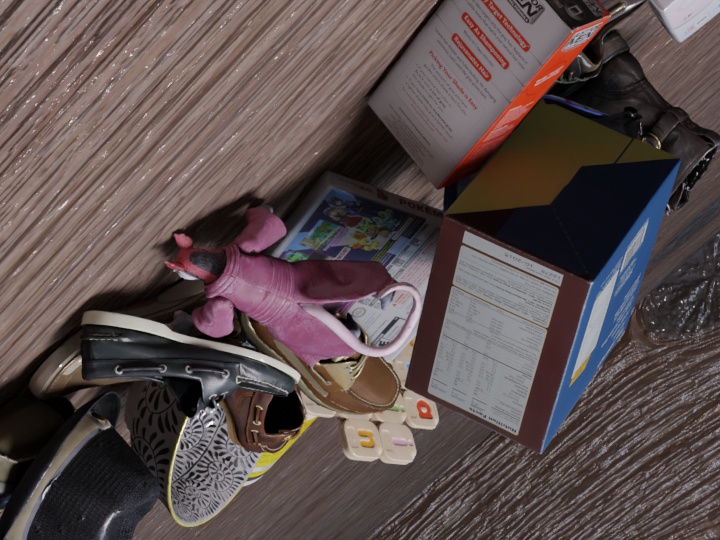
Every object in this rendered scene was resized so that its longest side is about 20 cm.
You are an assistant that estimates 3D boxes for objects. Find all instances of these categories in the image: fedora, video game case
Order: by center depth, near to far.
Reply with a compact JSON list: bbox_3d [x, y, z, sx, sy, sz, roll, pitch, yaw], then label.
[{"bbox_3d":[-0.231,0.199,1.633,0.201,0.091,0.201,-56,173,-10],"label":"fedora"},{"bbox_3d":[0.000,0.000,1.763,0.182,0.023,0.200,18,136,-24],"label":"video game case"}]

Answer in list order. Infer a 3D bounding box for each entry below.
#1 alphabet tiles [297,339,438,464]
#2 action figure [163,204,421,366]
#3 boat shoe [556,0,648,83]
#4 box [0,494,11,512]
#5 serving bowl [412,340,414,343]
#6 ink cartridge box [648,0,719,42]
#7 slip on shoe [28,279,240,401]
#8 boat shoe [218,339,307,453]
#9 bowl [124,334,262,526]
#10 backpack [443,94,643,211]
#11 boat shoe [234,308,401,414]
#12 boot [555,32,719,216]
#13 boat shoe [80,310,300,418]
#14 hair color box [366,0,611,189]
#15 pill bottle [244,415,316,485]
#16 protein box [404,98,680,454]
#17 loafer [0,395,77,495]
[{"bbox_3d":[-0.002,0.097,1.906,0.195,0.201,0.015,10,148,-45],"label":"alphabet tiles"},{"bbox_3d":[-0.075,0.024,1.581,0.200,0.149,0.134,19,98,-33],"label":"action figure"},{"bbox_3d":[0.177,-0.199,1.675,0.074,0.073,0.200,-22,159,-49],"label":"boat shoe"},{"bbox_3d":[-0.384,0.213,1.657,0.161,0.049,0.200,-39,167,15],"label":"box"},{"bbox_3d":[0.019,0.056,2.086,0.200,0.066,0.200,-32,-174,4],"label":"serving bowl"},{"bbox_3d":[0.366,-0.313,1.846,0.200,0.057,0.163,-35,167,10],"label":"ink cartridge box"},{"bbox_3d":[-0.191,0.069,1.643,0.200,0.061,0.076,-27,163,-37],"label":"slip on shoe"},{"bbox_3d":[-0.085,0.129,1.748,0.071,0.070,0.200,-62,162,-14],"label":"boat shoe"},{"bbox_3d":[-0.160,0.131,1.801,0.201,0.094,0.201,-50,153,-36],"label":"bowl"},{"bbox_3d":[0.166,-0.082,1.821,0.154,0.201,0.190,-4,162,37],"label":"backpack"},{"bbox_3d":[-0.029,0.075,1.759,0.074,0.200,0.076,-4,-120,46],"label":"boat shoe"},{"bbox_3d":[0.265,-0.125,1.932,0.069,0.174,0.200,-28,164,-35],"label":"boot"},{"bbox_3d":[-0.144,0.089,1.593,0.199,0.066,0.074,19,164,-31],"label":"boat shoe"},{"bbox_3d":[0.099,-0.167,1.518,0.061,0.102,0.200,-25,163,-45],"label":"hair color box"},{"bbox_3d":[-0.099,0.129,1.974,0.112,0.113,0.200,-23,161,-48],"label":"pill bottle"},{"bbox_3d":[0.153,0.004,1.612,0.199,0.135,0.200,-49,158,-44],"label":"protein box"},{"bbox_3d":[-0.296,0.137,1.613,0.070,0.075,0.200,-62,173,7],"label":"loafer"}]
